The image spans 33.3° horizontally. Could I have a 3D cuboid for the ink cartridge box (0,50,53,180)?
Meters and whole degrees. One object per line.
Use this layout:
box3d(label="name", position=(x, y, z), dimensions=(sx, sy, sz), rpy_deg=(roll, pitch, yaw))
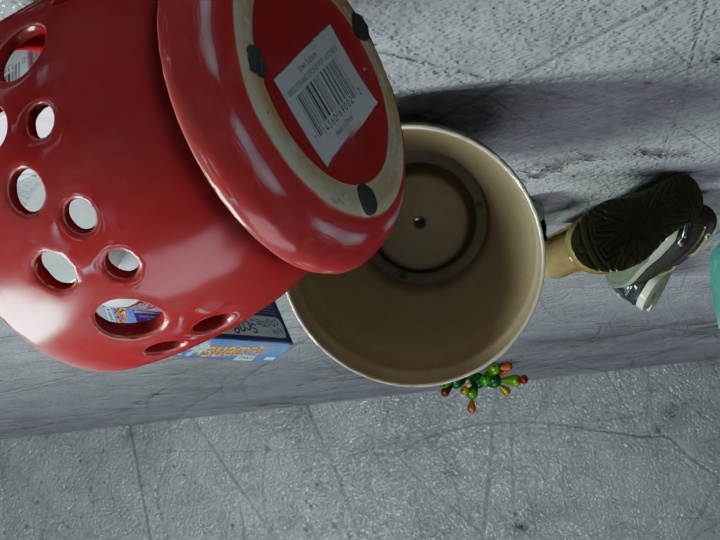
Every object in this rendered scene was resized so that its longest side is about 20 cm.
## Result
box3d(label="ink cartridge box", position=(-0.182, -0.092, 0.813), dimensions=(0.162, 0.058, 0.199), rpy_deg=(-16, 160, 40))

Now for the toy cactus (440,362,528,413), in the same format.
box3d(label="toy cactus", position=(0.257, 0.252, 2.663), dimensions=(0.198, 0.104, 0.165), rpy_deg=(-11, -179, -18))

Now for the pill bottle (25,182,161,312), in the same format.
box3d(label="pill bottle", position=(-0.176, -0.021, 1.002), dimensions=(0.109, 0.111, 0.199), rpy_deg=(-13, 167, 32))

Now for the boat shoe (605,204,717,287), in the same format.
box3d(label="boat shoe", position=(0.326, -0.026, 1.329), dimensions=(0.060, 0.073, 0.201), rpy_deg=(0, 165, -9))

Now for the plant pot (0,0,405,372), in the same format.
box3d(label="plant pot", position=(-0.090, -0.068, 0.623), dimensions=(0.181, 0.203, 0.200), rpy_deg=(-23, 162, 30))

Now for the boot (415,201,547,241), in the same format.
box3d(label="boot", position=(0.146, -0.019, 1.286), dimensions=(0.137, 0.078, 0.200), rpy_deg=(-14, 168, 15))

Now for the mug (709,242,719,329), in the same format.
box3d(label="mug", position=(0.502, 0.005, 1.463), dimensions=(0.150, 0.116, 0.185), rpy_deg=(-8, 169, 10))

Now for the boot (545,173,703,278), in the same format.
box3d(label="boot", position=(0.232, -0.024, 1.222), dimensions=(0.174, 0.067, 0.200), rpy_deg=(-21, 176, -26))

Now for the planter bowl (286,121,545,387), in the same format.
box3d(label="planter bowl", position=(0.043, -0.027, 0.952), dimensions=(0.198, 0.203, 0.135), rpy_deg=(-7, -164, 7))

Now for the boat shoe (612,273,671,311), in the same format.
box3d(label="boat shoe", position=(0.375, 0.012, 1.608), dimensions=(0.067, 0.072, 0.200), rpy_deg=(29, -172, 19))

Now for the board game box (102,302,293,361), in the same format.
box3d(label="board game box", position=(-0.163, 0.018, 1.139), dimensions=(0.034, 0.136, 0.199), rpy_deg=(-39, 152, 28))
